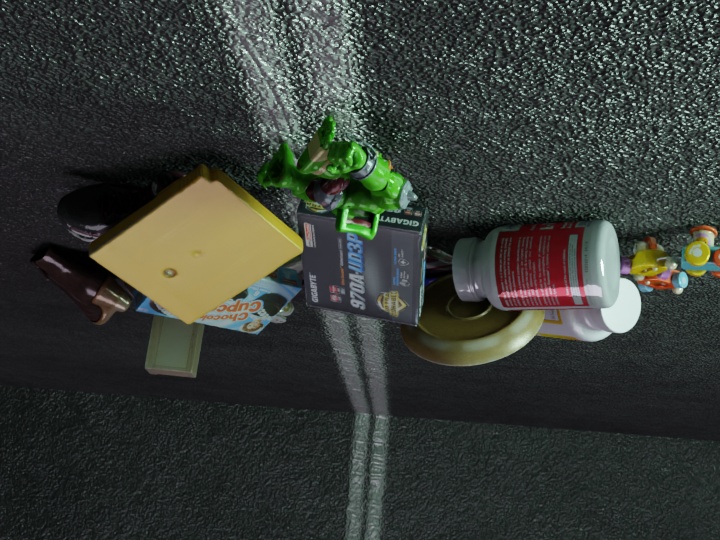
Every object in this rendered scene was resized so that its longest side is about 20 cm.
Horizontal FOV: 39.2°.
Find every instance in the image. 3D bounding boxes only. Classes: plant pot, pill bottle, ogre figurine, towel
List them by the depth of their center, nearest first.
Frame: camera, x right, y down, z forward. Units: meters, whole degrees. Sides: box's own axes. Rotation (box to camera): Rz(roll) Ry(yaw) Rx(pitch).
[{"bbox_3d":[-0.024,-0.095,1.089,0.120,0.098,0.200,27,145,-27],"label":"ogre figurine"},{"bbox_3d":[0.226,-0.004,1.307,0.199,0.113,0.112,-2,163,25],"label":"pill bottle"},{"bbox_3d":[0.150,0.054,1.381,0.199,0.200,0.028,-1,126,21],"label":"plant pot"},{"bbox_3d":[0.295,0.045,1.416,0.104,0.105,0.200,13,175,-29],"label":"pill bottle"},{"bbox_3d":[0.055,-0.020,1.479,0.199,0.023,0.144,17,163,-33],"label":"towel"}]

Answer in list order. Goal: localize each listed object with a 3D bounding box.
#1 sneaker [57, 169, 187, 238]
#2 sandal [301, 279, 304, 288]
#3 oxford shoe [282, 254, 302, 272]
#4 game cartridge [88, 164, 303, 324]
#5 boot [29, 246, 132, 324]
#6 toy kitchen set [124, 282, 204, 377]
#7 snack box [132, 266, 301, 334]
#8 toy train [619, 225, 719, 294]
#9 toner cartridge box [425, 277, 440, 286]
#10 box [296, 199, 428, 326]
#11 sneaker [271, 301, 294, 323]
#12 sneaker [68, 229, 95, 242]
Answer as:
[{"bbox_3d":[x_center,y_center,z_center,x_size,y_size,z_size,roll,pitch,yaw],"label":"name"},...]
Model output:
[{"bbox_3d":[-0.273,-0.093,1.246,0.199,0.076,0.116,0,159,-13],"label":"sneaker"},{"bbox_3d":[-0.004,0.008,1.570,0.199,0.045,0.075,-3,-177,-30],"label":"sandal"},{"bbox_3d":[-0.147,0.019,1.472,0.199,0.058,0.075,-21,-178,1],"label":"oxford shoe"},{"bbox_3d":[-0.200,-0.029,1.241,0.200,0.033,0.176,-32,131,21],"label":"game cartridge"},{"bbox_3d":[-0.480,0.018,1.709,0.166,0.073,0.200,35,158,-20],"label":"boot"},{"bbox_3d":[-0.339,0.105,1.751,0.162,0.181,0.200,5,161,4],"label":"toy kitchen set"},{"bbox_3d":[-0.193,0.027,1.376,0.199,0.037,0.116,14,134,-39],"label":"snack box"},{"bbox_3d":[0.427,-0.014,1.329,0.150,0.056,0.200,13,166,-33],"label":"toy train"},{"bbox_3d":[0.100,0.044,1.570,0.095,0.043,0.200,-5,174,3],"label":"toner cartridge box"},{"bbox_3d":[0.004,-0.014,1.304,0.158,0.046,0.200,10,143,9],"label":"box"},{"bbox_3d":[-0.158,0.047,1.712,0.115,0.074,0.200,10,174,-24],"label":"sneaker"},{"bbox_3d":[-0.287,-0.047,1.339,0.199,0.081,0.084,7,148,-10],"label":"sneaker"}]
